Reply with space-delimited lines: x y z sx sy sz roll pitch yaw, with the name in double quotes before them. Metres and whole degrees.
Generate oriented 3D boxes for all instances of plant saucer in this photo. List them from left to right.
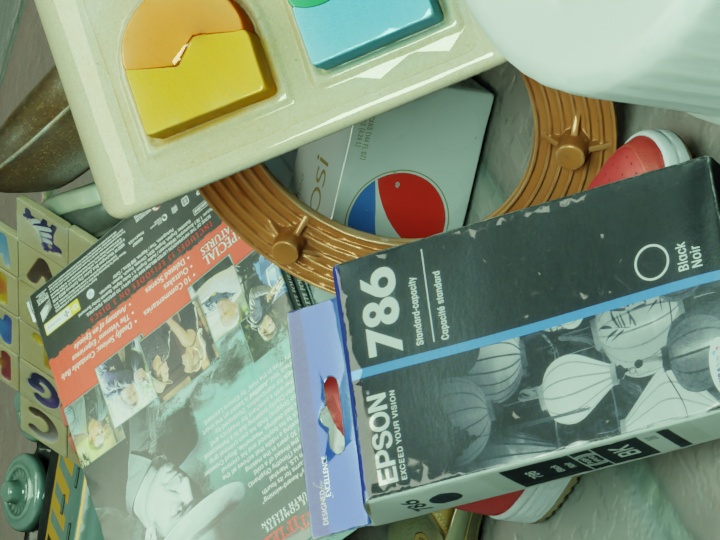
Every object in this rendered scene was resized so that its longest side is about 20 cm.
"plant saucer" -0.115 -0.104 1.449 0.200 0.037 0.200 -43 12 12

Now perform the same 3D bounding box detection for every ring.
"ring" 0.008 -0.063 1.205 0.201 0.200 0.019 -63 1 38

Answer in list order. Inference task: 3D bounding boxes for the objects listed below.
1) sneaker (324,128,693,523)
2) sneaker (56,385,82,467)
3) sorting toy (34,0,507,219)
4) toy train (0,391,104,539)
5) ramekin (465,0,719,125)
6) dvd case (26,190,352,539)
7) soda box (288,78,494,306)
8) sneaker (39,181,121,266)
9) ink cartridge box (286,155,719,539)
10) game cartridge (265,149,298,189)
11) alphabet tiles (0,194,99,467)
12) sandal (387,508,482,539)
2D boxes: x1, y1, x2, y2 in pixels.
"sneaker" 0.053 0.023 1.159 0.071 0.112 0.200 -110 35 -46
"sneaker" -0.074 0.095 1.423 0.082 0.078 0.200 -29 94 36
"sorting toy" -0.048 -0.139 1.148 0.199 0.036 0.186 -22 81 19
"toy train" -0.153 0.136 1.667 0.114 0.085 0.201 14 95 55
"ramekin" 0.114 -0.151 1.036 0.200 0.097 0.201 2 92 55
"dvd case" -0.074 0.057 1.330 0.146 0.022 0.201 -38 56 26
"soda box" 0.000 0.000 1.350 0.064 0.068 0.201 -135 55 -62
"sneaker" -0.121 0.014 1.524 0.200 0.075 0.107 125 124 -73
"ink cartridge box" 0.054 0.032 1.099 0.199 0.039 0.100 -18 68 24
"game cartridge" -0.005 -0.101 1.435 0.133 0.041 0.201 -122 44 -62
"alphabet tiles" -0.138 0.048 1.511 0.006 0.166 0.200 -47 -21 -33
"sandal" 0.024 0.085 1.286 0.080 0.054 0.201 -158 76 -67
